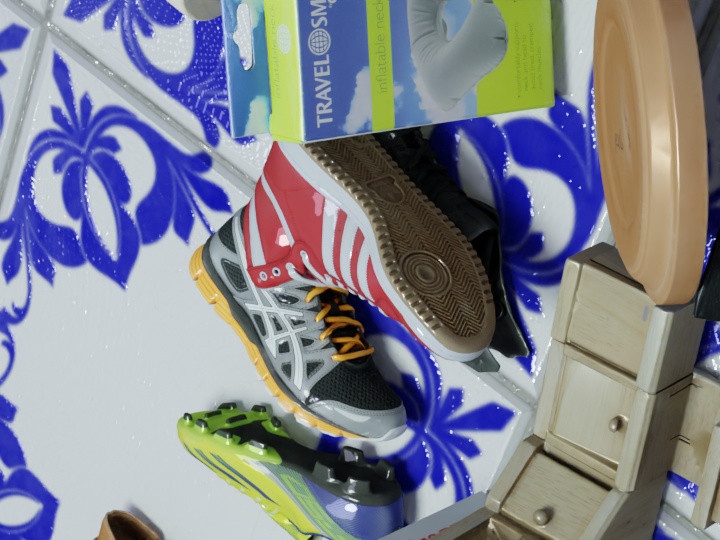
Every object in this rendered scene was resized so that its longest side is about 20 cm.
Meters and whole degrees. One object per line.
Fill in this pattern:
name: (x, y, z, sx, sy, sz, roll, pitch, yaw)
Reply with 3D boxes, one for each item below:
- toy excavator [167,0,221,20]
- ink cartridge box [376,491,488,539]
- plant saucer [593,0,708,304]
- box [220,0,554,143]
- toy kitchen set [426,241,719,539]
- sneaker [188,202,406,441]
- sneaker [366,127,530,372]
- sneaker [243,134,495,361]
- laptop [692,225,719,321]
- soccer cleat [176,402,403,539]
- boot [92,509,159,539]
toy excavator: (-0.027, -0.248, 1.269, 0.100, 0.200, 0.195, 41, 125, 27)
ink cartridge box: (0.087, 0.262, 1.347, 0.200, 0.145, 0.145, 34, 123, 31)
plant saucer: (0.154, -0.080, 1.179, 0.032, 0.200, 0.200, -5, 102, -1)
box: (0.018, -0.144, 1.257, 0.048, 0.200, 0.122, 16, 113, 58)
toy kitchen set: (0.139, 0.124, 1.238, 0.163, 0.180, 0.200, 28, 123, 32)
sneaker: (-0.036, 0.034, 1.444, 0.200, 0.078, 0.077, 47, 119, 20)
sneaker: (0.047, -0.039, 1.361, 0.104, 0.060, 0.200, 9, 113, 41)
sneaker: (0.000, 0.000, 1.330, 0.200, 0.071, 0.113, 54, 135, 24)
laptop: (0.299, -0.020, 1.108, 0.103, 0.200, 0.177, -113, 33, -59)
soccer cleat: (-0.055, 0.150, 1.499, 0.200, 0.065, 0.084, 19, 116, 36)
boot: (-0.157, 0.291, 1.625, 0.200, 0.074, 0.155, 38, 120, 25)
